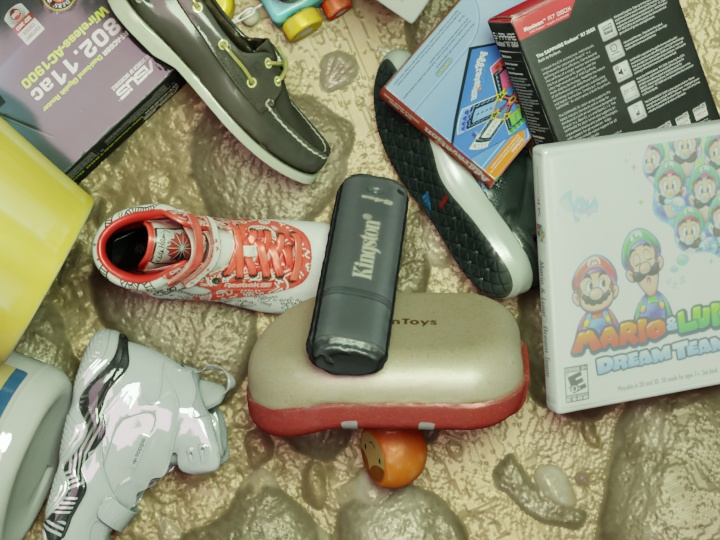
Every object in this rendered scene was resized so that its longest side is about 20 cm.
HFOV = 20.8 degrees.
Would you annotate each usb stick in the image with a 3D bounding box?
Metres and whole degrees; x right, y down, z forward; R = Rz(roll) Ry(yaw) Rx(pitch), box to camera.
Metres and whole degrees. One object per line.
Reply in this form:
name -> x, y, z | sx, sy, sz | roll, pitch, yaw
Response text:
usb stick -> 0.000, 0.000, 1.357 | 0.055, 0.201, 0.033 | 5, 128, 3

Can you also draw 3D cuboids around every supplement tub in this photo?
supplement tub -> -0.317, 0.106, 1.384 | 0.198, 0.145, 0.146 | 20, 87, 6

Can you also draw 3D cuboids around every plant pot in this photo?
plant pot -> -0.289, -0.039, 1.318 | 0.188, 0.201, 0.202 | 29, 88, -10

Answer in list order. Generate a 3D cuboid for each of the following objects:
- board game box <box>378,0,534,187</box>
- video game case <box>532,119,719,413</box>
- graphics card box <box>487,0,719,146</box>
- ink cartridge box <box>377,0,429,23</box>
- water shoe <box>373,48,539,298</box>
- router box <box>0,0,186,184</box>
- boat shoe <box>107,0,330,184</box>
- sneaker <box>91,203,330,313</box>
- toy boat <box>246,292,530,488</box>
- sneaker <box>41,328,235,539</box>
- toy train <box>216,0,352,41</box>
board game box -> 0.112, -0.163, 1.396 | 0.103, 0.019, 0.200 | 39, 69, 3
video game case -> 0.215, -0.007, 1.349 | 0.198, 0.024, 0.184 | -9, 103, -19
graphics card box -> 0.181, -0.108, 1.361 | 0.125, 0.051, 0.202 | -27, 104, -14
ink cartridge box -> 0.007, -0.306, 1.345 | 0.199, 0.145, 0.147 | 34, 127, -6
water shoe -> 0.079, -0.073, 1.414 | 0.078, 0.072, 0.201 | -22, 77, -29
router box -> -0.248, -0.131, 1.437 | 0.200, 0.062, 0.150 | -43, 85, 1
boat shoe -> -0.089, -0.146, 1.396 | 0.061, 0.072, 0.201 | -42, 106, 15
sneaker -> -0.091, -0.008, 1.392 | 0.199, 0.108, 0.068 | 3, 86, 5
toy boat -> 0.019, 0.094, 1.382 | 0.198, 0.131, 0.132 | 0, 115, 3
sneaker -> -0.158, 0.150, 1.401 | 0.114, 0.075, 0.202 | 12, 90, 3
toy train -> -0.096, -0.246, 1.438 | 0.198, 0.056, 0.152 | 9, 87, 6
